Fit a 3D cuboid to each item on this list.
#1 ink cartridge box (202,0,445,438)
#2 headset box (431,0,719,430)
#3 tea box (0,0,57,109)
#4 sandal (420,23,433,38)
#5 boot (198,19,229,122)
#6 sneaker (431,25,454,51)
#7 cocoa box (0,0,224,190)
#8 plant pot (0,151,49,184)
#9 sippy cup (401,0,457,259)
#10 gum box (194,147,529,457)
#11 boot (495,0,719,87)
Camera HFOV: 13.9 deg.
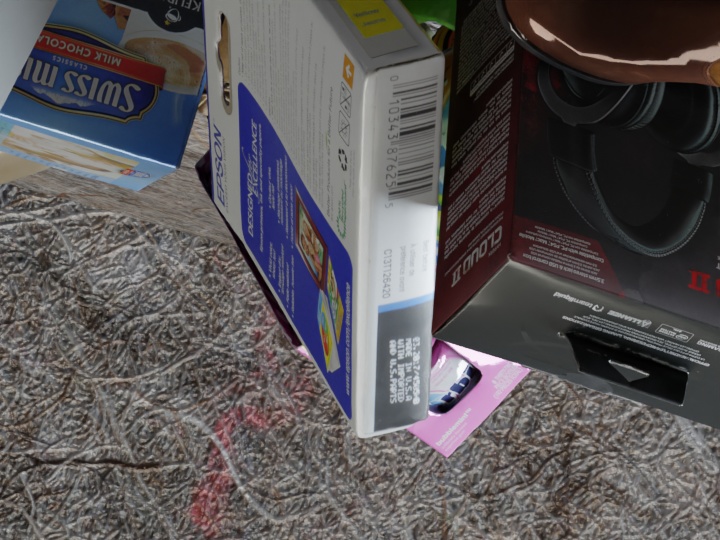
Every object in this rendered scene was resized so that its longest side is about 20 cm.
[{"bbox_3d":[-0.020,-0.061,1.334,0.047,0.198,0.200,-12,-141,-16],"label":"ink cartridge box"},{"bbox_3d":[0.115,-0.033,1.259,0.148,0.201,0.077,18,144,-18],"label":"headset box"},{"bbox_3d":[-0.254,-0.158,1.225,0.196,0.134,0.200,15,156,24],"label":"tea box"},{"bbox_3d":[-0.008,-0.131,1.524,0.079,0.058,0.201,10,-171,9],"label":"sandal"},{"bbox_3d":[-0.066,-0.122,1.686,0.073,0.076,0.200,19,174,-13],"label":"boot"},{"bbox_3d":[0.131,-0.080,1.493,0.199,0.070,0.090,19,178,-5],"label":"sneaker"},{"bbox_3d":[-0.150,-0.125,1.571,0.133,0.132,0.200,17,175,-9],"label":"cocoa box"},{"bbox_3d":[-0.268,-0.121,1.853,0.173,0.201,0.200,-1,170,16],"label":"plant pot"},{"bbox_3d":[0.071,-0.057,1.402,0.139,0.179,0.130,-18,-175,-41],"label":"sippy cup"},{"bbox_3d":[0.000,0.000,1.505,0.113,0.066,0.200,35,-166,-34],"label":"gum box"},{"bbox_3d":[0.164,-0.102,1.143,0.188,0.069,0.200,18,174,-12],"label":"boot"}]
